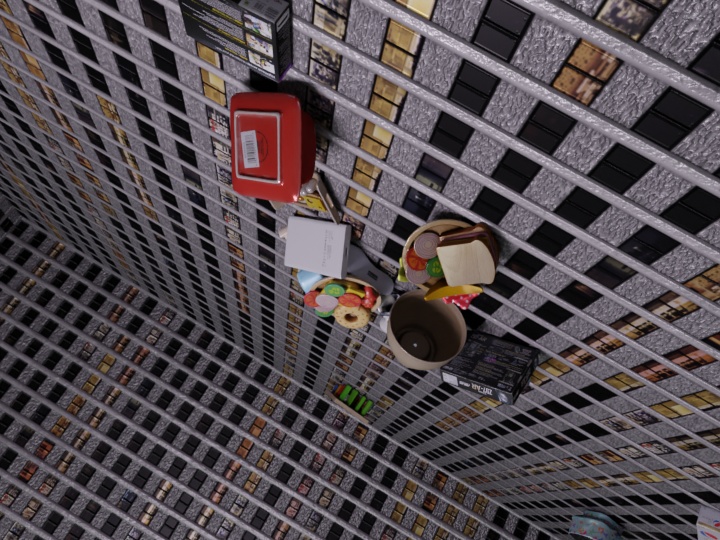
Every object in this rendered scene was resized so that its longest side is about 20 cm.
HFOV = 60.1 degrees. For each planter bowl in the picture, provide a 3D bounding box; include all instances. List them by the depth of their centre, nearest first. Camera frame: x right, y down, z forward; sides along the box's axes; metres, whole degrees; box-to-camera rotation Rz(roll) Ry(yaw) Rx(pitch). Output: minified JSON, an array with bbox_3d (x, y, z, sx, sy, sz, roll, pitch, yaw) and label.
[{"bbox_3d":[0.153,0.168,1.572,0.199,0.201,0.135,29,145,6],"label":"planter bowl"}]

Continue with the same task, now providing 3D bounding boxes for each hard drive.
[{"bbox_3d":[-0.111,-0.062,1.578,0.199,0.133,0.026,13,-170,39],"label":"hard drive"}]

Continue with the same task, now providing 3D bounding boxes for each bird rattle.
[{"bbox_3d":[0.184,-0.002,1.356,0.199,0.113,0.163,30,142,-4],"label":"bird rattle"}]

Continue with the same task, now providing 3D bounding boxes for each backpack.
[{"bbox_3d":[0.940,1.049,2.488,0.199,0.152,0.177,32,156,-21],"label":"backpack"}]

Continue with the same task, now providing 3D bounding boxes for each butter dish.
[{"bbox_3d":[-0.151,-0.246,1.228,0.198,0.147,0.202,13,110,36],"label":"butter dish"}]

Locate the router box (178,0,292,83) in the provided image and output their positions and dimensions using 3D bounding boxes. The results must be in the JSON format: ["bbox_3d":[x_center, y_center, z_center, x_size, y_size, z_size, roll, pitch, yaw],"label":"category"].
[{"bbox_3d":[-0.212,-0.420,1.045,0.199,0.051,0.149,29,159,6],"label":"router box"}]

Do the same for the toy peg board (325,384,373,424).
[{"bbox_3d":[-0.044,0.608,2.942,0.199,0.098,0.199,38,173,-14],"label":"toy peg board"}]

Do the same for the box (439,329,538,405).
[{"bbox_3d":[0.323,0.239,1.565,0.199,0.160,0.044,14,133,34],"label":"box"}]

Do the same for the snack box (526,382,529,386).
[{"bbox_3d":[0.363,0.288,1.661,0.115,0.038,0.199,14,-172,36],"label":"snack box"}]

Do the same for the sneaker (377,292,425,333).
[{"bbox_3d":[0.084,0.110,1.713,0.129,0.080,0.199,33,158,-22],"label":"sneaker"}]

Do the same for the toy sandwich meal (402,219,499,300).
[{"bbox_3d":[0.182,-0.014,1.265,0.203,0.071,0.207,4,125,6],"label":"toy sandwich meal"}]

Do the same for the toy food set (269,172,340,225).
[{"bbox_3d":[-0.150,-0.174,1.465,0.199,0.061,0.144,18,154,31],"label":"toy food set"}]

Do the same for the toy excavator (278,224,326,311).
[{"bbox_3d":[-0.141,-0.012,1.703,0.099,0.196,0.200,-25,150,11],"label":"toy excavator"}]

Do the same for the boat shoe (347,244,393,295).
[{"bbox_3d":[0.000,0.000,1.632,0.199,0.072,0.067,36,157,-29],"label":"boat shoe"}]

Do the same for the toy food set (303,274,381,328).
[{"bbox_3d":[-0.045,0.078,1.627,0.196,0.049,0.200,19,144,-19],"label":"toy food set"}]

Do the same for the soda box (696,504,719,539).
[{"bbox_3d":[1.069,0.787,1.896,0.068,0.064,0.200,13,151,37],"label":"soda box"}]
